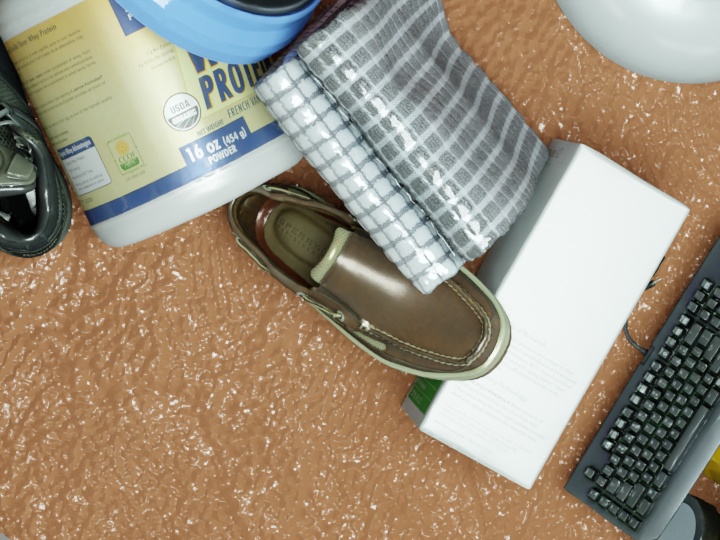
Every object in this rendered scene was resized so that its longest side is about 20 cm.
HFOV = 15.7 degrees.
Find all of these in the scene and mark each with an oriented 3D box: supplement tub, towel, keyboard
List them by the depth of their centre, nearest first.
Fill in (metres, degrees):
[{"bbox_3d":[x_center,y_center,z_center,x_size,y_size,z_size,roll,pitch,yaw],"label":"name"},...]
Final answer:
[{"bbox_3d":[0.033,-0.093,1.554,0.085,0.200,0.166,-39,96,22],"label":"towel"},{"bbox_3d":[-0.133,-0.131,1.565,0.144,0.144,0.201,-26,97,-3],"label":"supplement tub"},{"bbox_3d":[0.188,0.058,1.640,0.127,0.021,0.201,35,96,34],"label":"keyboard"}]

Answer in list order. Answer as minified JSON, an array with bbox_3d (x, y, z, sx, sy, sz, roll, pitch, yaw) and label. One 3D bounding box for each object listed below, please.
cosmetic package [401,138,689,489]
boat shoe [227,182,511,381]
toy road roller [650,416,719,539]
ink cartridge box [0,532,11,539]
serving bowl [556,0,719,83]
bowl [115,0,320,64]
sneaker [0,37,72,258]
[{"bbox_3d":[0.114,0.024,1.620,0.085,0.108,0.201,28,90,-7],"label":"cosmetic package"},{"bbox_3d":[-0.003,0.006,1.571,0.202,0.075,0.075,27,90,32],"label":"boat shoe"},{"bbox_3d":[0.284,0.148,1.612,0.123,0.146,0.201,27,89,-30],"label":"toy road roller"},{"bbox_3d":[-0.294,0.236,1.611,0.146,0.084,0.200,37,91,-6],"label":"ink cartridge box"},{"bbox_3d":[0.213,-0.217,1.629,0.199,0.066,0.201,0,94,-4],"label":"serving bowl"},{"bbox_3d":[-0.096,-0.215,1.503,0.039,0.201,0.201,-35,99,36],"label":"bowl"},{"bbox_3d":[-0.235,-0.099,1.576,0.076,0.114,0.200,-25,95,-4],"label":"sneaker"}]
